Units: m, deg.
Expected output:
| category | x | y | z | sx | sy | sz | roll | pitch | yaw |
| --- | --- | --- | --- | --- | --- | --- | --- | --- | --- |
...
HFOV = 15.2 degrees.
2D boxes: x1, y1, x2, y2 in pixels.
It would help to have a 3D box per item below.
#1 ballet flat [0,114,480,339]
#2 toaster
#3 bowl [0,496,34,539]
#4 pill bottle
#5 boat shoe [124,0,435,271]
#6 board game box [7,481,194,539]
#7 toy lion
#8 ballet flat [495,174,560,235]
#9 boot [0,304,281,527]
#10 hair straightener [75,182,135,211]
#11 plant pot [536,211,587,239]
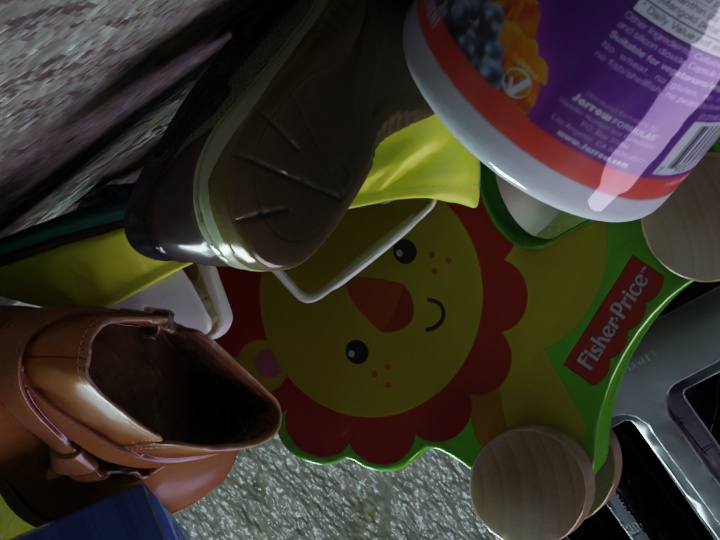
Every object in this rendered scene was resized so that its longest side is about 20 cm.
| category | x | y | z | sx | sy | sz | roll | pitch | yaw |
| --- | --- | --- | --- | --- | --- | --- | --- | --- | --- |
| ballet flat | -0.047 | -0.013 | 1.006 | 0.199 | 0.067 | 0.067 | -23 | -175 | 4 |
| toaster | 0.155 | 0.067 | 1.138 | 0.180 | 0.200 | 0.119 | -29 | -163 | 27 |
| bowl | -0.206 | 0.121 | 1.289 | 0.200 | 0.200 | 0.108 | -37 | 137 | -6 |
| pill bottle | 0.109 | -0.122 | 0.877 | 0.200 | 0.111 | 0.111 | -53 | 172 | 30 |
| boat shoe | -0.018 | -0.068 | 0.933 | 0.066 | 0.072 | 0.201 | -3 | -147 | 31 |
| board game box | -0.155 | 0.151 | 1.041 | 0.199 | 0.044 | 0.199 | -23 | 166 | -3 |
| toy lion | 0.040 | -0.002 | 1.047 | 0.201 | 0.191 | 0.069 | -58 | 168 | 17 |
| ballet flat | 0.000 | 0.000 | 1.123 | 0.199 | 0.070 | 0.069 | -16 | -168 | 34 |
| boot | -0.081 | 0.055 | 0.996 | 0.154 | 0.074 | 0.199 | -9 | 167 | 43 |
| hair straightener | -0.108 | -0.009 | 1.185 | 0.077 | 0.041 | 0.200 | -37 | 179 | 14 |
| plant pot | 0.086 | -0.079 | 1.252 | 0.184 | 0.200 | 0.200 | -49 | 174 | 26 |
